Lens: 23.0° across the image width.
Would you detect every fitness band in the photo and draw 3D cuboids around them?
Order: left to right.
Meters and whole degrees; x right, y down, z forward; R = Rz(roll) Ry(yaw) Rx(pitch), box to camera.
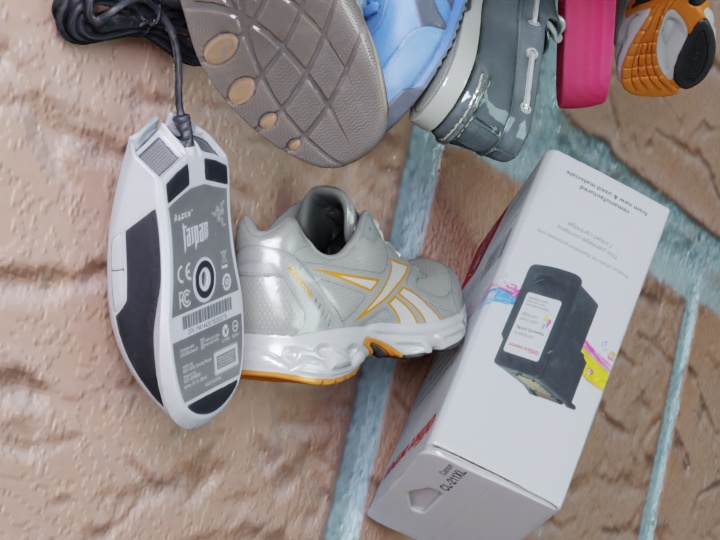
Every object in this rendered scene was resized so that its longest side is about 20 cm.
[{"bbox_3d":[0.128,-0.188,1.053,0.201,0.037,0.145,81,2,-54],"label":"fitness band"}]

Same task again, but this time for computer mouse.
[{"bbox_3d":[-0.090,-0.030,0.777,0.109,0.043,0.202,-22,112,-63],"label":"computer mouse"}]

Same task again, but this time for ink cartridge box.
[{"bbox_3d":[0.090,0.056,1.029,0.201,0.082,0.146,-66,-177,-26],"label":"ink cartridge box"}]

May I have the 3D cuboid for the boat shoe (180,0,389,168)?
[{"bbox_3d":[-0.045,-0.137,0.744,0.201,0.075,0.072,59,26,-20],"label":"boat shoe"}]

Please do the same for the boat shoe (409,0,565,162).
[{"bbox_3d":[0.079,-0.132,0.990,0.073,0.061,0.201,-51,-168,41],"label":"boat shoe"}]

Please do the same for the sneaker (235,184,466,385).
[{"bbox_3d":[0.000,0.000,0.922,0.199,0.075,0.093,-15,107,-61],"label":"sneaker"}]

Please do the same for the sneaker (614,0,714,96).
[{"bbox_3d":[0.181,-0.203,1.056,0.201,0.075,0.093,101,-21,-48],"label":"sneaker"}]

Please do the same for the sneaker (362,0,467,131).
[{"bbox_3d":[0.025,-0.170,0.943,0.078,0.066,0.202,27,84,-20],"label":"sneaker"}]
